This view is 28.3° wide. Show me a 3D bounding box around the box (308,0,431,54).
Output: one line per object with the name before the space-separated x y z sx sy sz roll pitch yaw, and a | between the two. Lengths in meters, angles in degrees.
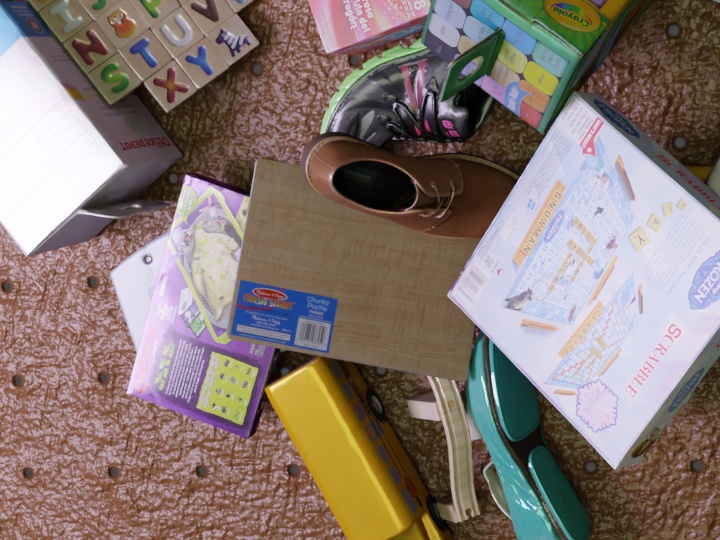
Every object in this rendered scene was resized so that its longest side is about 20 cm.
box | -0.004 -0.281 1.138 0.094 0.103 0.201 -18 92 17

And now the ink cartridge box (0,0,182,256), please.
ink cartridge box | -0.260 -0.112 1.219 0.125 0.129 0.200 -39 86 17

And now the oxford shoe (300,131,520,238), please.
oxford shoe | 0.054 -0.057 1.126 0.199 0.071 0.072 8 105 -20

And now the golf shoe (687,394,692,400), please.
golf shoe | 0.184 0.035 1.133 0.091 0.075 0.201 -31 88 -20

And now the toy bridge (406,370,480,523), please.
toy bridge | 0.064 0.112 1.193 0.027 0.067 0.201 -17 94 -19

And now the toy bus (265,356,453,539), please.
toy bus | 0.001 0.167 1.215 0.065 0.078 0.201 -29 90 18

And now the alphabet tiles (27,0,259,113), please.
alphabet tiles | -0.184 -0.239 1.202 0.166 0.006 0.200 -38 87 -11

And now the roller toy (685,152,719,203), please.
roller toy | 0.340 -0.036 1.058 0.182 0.140 0.200 -45 85 16

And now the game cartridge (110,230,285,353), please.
game cartridge | -0.114 0.016 1.247 0.199 0.040 0.134 -17 97 17

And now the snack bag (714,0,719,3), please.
snack bag | 0.373 -0.269 1.077 0.188 0.021 0.201 27 104 11

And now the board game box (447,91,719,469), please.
board game box | 0.183 0.006 1.063 0.200 0.041 0.201 48 122 28

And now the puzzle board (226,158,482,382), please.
puzzle board | 0.000 0.000 1.165 0.199 0.017 0.152 11 78 -6

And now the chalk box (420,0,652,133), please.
chalk box | 0.131 -0.198 1.055 0.124 0.125 0.200 37 72 7

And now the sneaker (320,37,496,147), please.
sneaker | 0.052 -0.136 1.147 0.199 0.077 0.084 -31 61 18

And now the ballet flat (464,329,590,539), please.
ballet flat | 0.122 0.146 1.189 0.070 0.067 0.201 -23 90 37

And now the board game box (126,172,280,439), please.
board game box | -0.119 0.030 1.219 0.119 0.032 0.201 19 102 8
